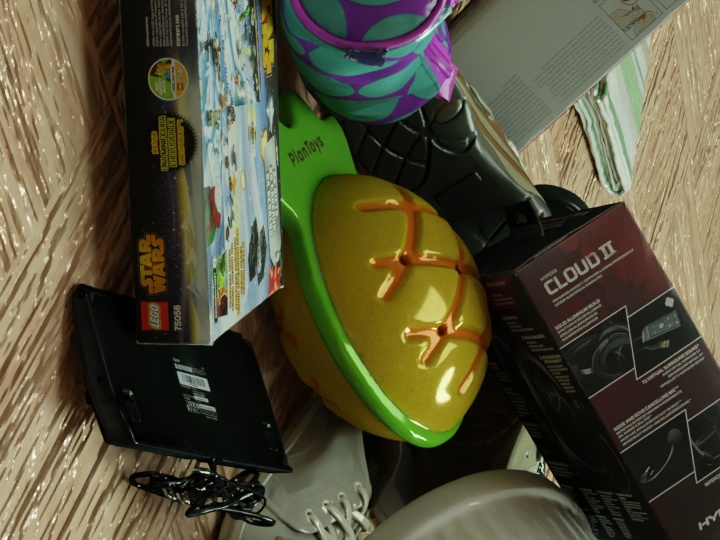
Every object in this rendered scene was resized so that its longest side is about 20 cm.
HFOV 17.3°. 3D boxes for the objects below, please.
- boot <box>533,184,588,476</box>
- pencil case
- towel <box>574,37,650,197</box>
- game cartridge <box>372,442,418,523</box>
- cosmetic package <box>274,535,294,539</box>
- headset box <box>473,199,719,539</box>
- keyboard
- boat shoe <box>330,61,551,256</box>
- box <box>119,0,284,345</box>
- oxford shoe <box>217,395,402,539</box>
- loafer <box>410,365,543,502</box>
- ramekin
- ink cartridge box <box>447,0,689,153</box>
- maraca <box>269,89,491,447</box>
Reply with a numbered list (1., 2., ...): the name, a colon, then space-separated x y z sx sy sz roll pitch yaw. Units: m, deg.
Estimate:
1. boot: 0.099 0.068 1.492 0.163 0.073 0.199 -77 -179 -51
2. pencil case: 0.007 -0.128 1.175 0.200 0.092 0.086 82 25 -84
3. towel: 0.206 -0.181 1.916 0.149 0.030 0.201 66 30 -56
4. game cartridge: 0.029 0.048 1.418 0.134 0.040 0.201 66 32 -57
5. cosmetic package: -0.024 0.242 1.162 0.105 0.071 0.201 30 75 -62
6. headset box: 0.130 0.052 1.288 0.201 0.077 0.149 60 -13 -4
7. keyboard: -0.090 0.071 1.108 0.200 0.039 0.105 24 47 -68
8. boat shoe: 0.040 -0.081 1.359 0.200 0.075 0.074 53 17 -34
9. box: -0.072 -0.078 1.091 0.137 0.040 0.202 -39 128 -74
10. oxford shoe: -0.027 0.132 1.235 0.200 0.057 0.076 -57 146 -53
11. loafer: 0.071 0.104 1.393 0.068 0.075 0.201 39 65 -67
12. ramekin: 0.069 0.219 1.290 0.199 0.105 0.201 -23 134 -26
13. ink cartridge box: 0.136 -0.174 1.451 0.084 0.200 0.176 44 33 -6
14. maraca: 0.000 0.000 1.239 0.201 0.106 0.137 61 22 -7
